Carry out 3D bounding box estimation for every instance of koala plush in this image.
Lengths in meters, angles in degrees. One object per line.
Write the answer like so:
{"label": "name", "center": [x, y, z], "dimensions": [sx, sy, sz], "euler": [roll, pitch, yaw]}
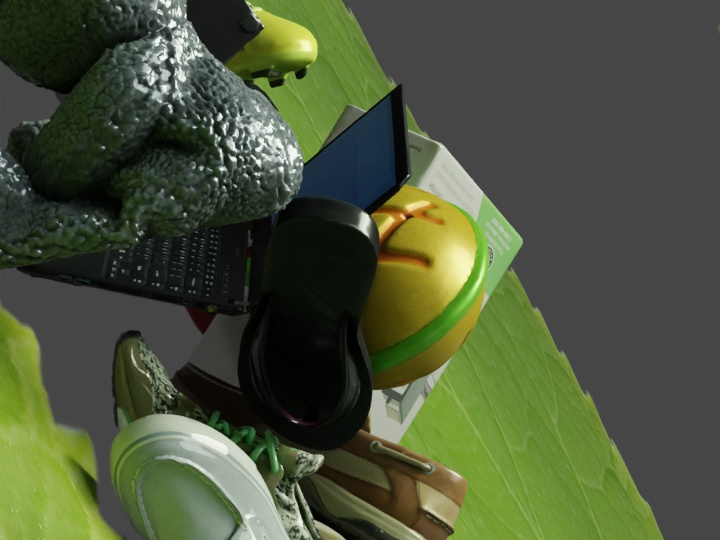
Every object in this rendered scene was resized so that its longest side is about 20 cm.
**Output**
{"label": "koala plush", "center": [-0.130, -0.114, 1.416], "dimensions": [0.177, 0.183, 0.200], "euler": [-29, 109, -78]}

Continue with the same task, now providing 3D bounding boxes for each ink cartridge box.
{"label": "ink cartridge box", "center": [-0.003, 0.021, 1.752], "dimensions": [0.084, 0.200, 0.146], "euler": [26, -11, 33]}

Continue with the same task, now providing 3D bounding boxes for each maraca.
{"label": "maraca", "center": [0.000, 0.000, 1.616], "dimensions": [0.107, 0.137, 0.200], "euler": [63, -9, -32]}

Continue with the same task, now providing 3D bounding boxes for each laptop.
{"label": "laptop", "center": [-0.081, -0.054, 1.576], "dimensions": [0.177, 0.200, 0.103], "euler": [-91, -166, -70]}

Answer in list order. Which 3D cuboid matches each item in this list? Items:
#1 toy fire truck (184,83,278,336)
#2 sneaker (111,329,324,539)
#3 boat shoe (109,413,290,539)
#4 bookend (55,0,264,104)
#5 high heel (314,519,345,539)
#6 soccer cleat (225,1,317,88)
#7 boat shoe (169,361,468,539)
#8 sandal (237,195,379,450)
{"label": "toy fire truck", "center": [-0.089, -0.036, 1.795], "dimensions": [0.176, 0.129, 0.200], "euler": [62, 22, 6]}
{"label": "sneaker", "center": [-0.065, 0.109, 1.541], "dimensions": [0.200, 0.089, 0.077], "euler": [58, 10, -11]}
{"label": "boat shoe", "center": [-0.063, 0.161, 1.461], "dimensions": [0.201, 0.070, 0.072], "euler": [57, 7, -31]}
{"label": "bookend", "center": [-0.179, -0.194, 1.669], "dimensions": [0.199, 0.092, 0.200], "euler": [52, -12, -17]}
{"label": "high heel", "center": [-0.006, 0.233, 1.660], "dimensions": [0.200, 0.071, 0.143], "euler": [45, -26, 18]}
{"label": "soccer cleat", "center": [-0.100, -0.160, 1.807], "dimensions": [0.065, 0.200, 0.084], "euler": [0, 95, -37]}
{"label": "boat shoe", "center": [-0.021, 0.104, 1.612], "dimensions": [0.200, 0.074, 0.076], "euler": [31, -11, 26]}
{"label": "sandal", "center": [-0.031, 0.041, 1.490], "dimensions": [0.201, 0.075, 0.048], "euler": [93, 6, -50]}
